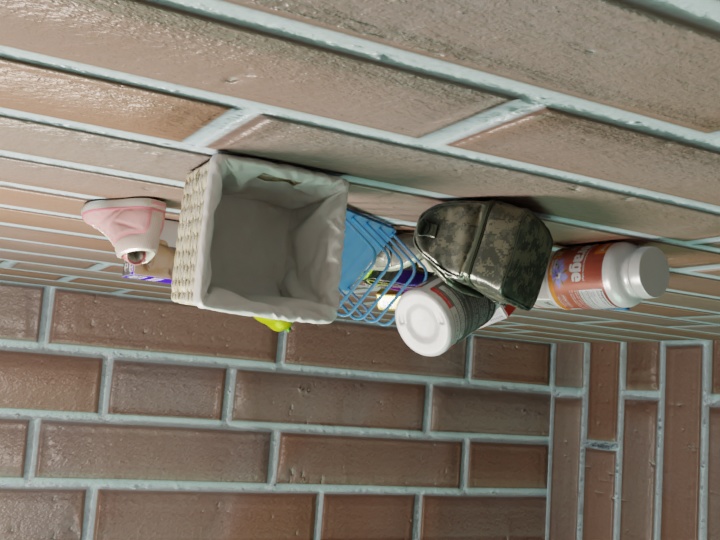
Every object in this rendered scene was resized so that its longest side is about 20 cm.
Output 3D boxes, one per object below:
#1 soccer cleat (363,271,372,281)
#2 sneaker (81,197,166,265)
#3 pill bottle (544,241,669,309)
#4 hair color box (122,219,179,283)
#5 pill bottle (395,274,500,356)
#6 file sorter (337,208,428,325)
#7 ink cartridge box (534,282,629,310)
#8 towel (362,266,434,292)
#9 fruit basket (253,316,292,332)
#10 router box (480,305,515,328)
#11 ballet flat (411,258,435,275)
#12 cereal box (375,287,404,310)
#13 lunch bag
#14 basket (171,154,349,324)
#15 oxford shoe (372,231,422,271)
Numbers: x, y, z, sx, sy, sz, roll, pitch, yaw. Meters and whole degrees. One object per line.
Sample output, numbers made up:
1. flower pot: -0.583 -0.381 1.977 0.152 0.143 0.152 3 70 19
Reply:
1. soccer cleat: 0.010 -0.013 1.926 0.080 0.068 0.200 -11 179 -18
2. sneaker: -0.404 -0.062 1.584 0.199 0.106 0.075 -1 173 39
3. pill bottle: 0.425 0.009 1.634 0.111 0.114 0.199 9 170 -36
4. hair color box: -0.334 -0.031 1.757 0.198 0.111 0.065 8 171 -33
5. pill bottle: 0.157 0.054 1.564 0.113 0.115 0.199 -3 -164 41
6. file sorter: 0.000 0.000 1.528 0.123 0.139 0.199 46 -166 28
7. ink cartridge box: 0.426 0.030 1.896 0.198 0.085 0.146 -1 171 29
8. towel: 0.118 0.004 1.775 0.198 0.023 0.144 7 -152 18
9. fruit basket: -0.196 0.027 1.928 0.213 0.157 0.216 14 162 5
10. router box: 0.229 0.053 1.767 0.199 0.049 0.179 -28 -171 45
11. ballet flat: 0.175 -0.017 1.705 0.198 0.074 0.073 2 173 31
12. cereal box: 0.132 0.023 1.828 0.142 0.040 0.200 1 -156 26
13. lunch bag: 0.182 -0.030 1.422 0.166 0.141 0.200 19 179 26
14. basket: -0.139 -0.035 1.281 0.196 0.203 0.160 8 174 -26
15. oxford shoe: 0.040 -0.040 1.676 0.198 0.076 0.058 -5 133 42
